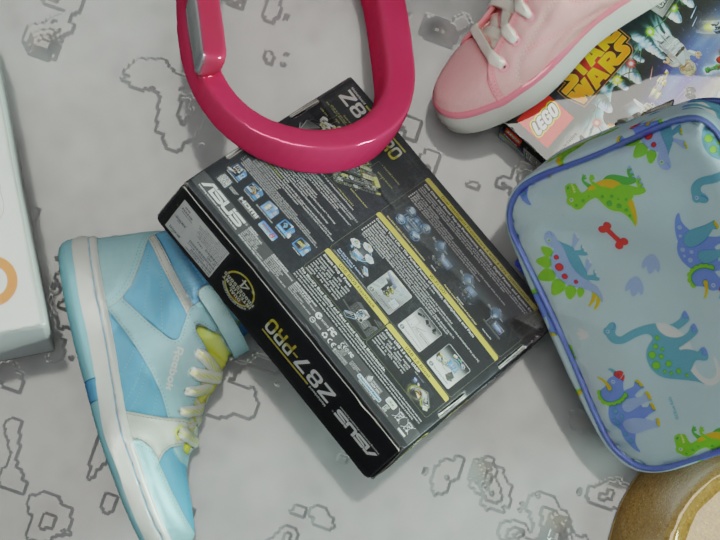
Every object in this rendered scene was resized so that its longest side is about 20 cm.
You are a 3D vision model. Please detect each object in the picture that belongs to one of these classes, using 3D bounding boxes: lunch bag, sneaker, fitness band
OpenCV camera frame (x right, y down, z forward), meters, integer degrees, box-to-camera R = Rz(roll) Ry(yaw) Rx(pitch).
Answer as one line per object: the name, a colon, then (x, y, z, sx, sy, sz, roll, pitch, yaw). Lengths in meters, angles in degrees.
lunch bag: (0.183, 0.008, 1.401, 0.160, 0.082, 0.201, -23, 95, 27)
sneaker: (-0.097, 0.063, 1.419, 0.129, 0.080, 0.202, -15, 82, -4)
fitness band: (-0.039, -0.146, 1.437, 0.142, 0.037, 0.201, 9, 53, -21)
sneaker: (0.108, -0.176, 1.440, 0.200, 0.076, 0.105, -36, 127, 8)

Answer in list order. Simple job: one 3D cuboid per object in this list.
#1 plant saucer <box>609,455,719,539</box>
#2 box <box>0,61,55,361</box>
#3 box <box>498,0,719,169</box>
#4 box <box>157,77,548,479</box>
plant saucer: (0.248, 0.183, 1.439, 0.198, 0.035, 0.202, 0, 80, -3)
box: (-0.261, -0.044, 1.419, 0.123, 0.098, 0.202, -11, 80, -5)
box: (0.201, -0.114, 1.486, 0.137, 0.040, 0.200, 41, 81, 5)
box: (0.000, 0.000, 1.413, 0.200, 0.049, 0.161, 49, 51, 5)
